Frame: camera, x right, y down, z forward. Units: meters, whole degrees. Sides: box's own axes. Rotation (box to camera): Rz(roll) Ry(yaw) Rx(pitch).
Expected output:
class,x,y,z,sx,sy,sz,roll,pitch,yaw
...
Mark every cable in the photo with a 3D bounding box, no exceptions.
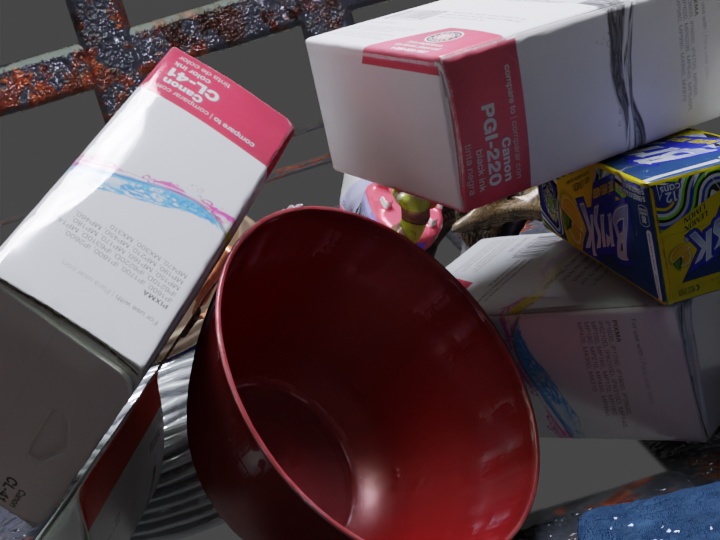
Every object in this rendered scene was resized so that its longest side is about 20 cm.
class,x,y,z,sx,sy,sz,roll,pitch,yaw
cable,-0.115,0.111,0.784,0.198,0.070,0.200,-17,14,2

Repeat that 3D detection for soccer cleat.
class,x,y,z,sx,sy,sz,roll,pitch,yaw
soccer cleat,0.018,-0.043,0.921,0.066,0.077,0.200,20,19,-15

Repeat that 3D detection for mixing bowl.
class,x,y,z,sx,sy,sz,roll,pitch,yaw
mixing bowl,-0.016,0.078,0.610,0.108,0.201,0.200,-42,-4,37

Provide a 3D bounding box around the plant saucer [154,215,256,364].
class,x,y,z,sx,sy,sz,roll,pitch,yaw
plant saucer,-0.168,0.006,0.924,0.198,0.030,0.201,-16,33,11

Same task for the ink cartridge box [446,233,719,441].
class,x,y,z,sx,sy,sz,roll,pitch,yaw
ink cartridge box,0.135,0.035,0.719,0.198,0.087,0.147,-3,20,38

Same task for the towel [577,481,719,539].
class,x,y,z,sx,sy,sz,roll,pitch,yaw
towel,0.184,0.113,0.473,0.198,0.049,0.112,-14,14,13

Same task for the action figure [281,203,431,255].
class,x,y,z,sx,sy,sz,roll,pitch,yaw
action figure,-0.032,0.032,0.997,0.133,0.150,0.200,23,10,21

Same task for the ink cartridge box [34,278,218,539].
class,x,y,z,sx,sy,sz,roll,pitch,yaw
ink cartridge box,-0.123,0.116,0.594,0.200,0.057,0.163,-50,7,13

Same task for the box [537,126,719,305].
class,x,y,z,sx,sy,sz,roll,pitch,yaw
box,0.157,-0.043,0.656,0.069,0.065,0.200,-15,14,-5

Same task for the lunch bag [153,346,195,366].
class,x,y,z,sx,sy,sz,roll,pitch,yaw
lunch bag,-0.180,0.033,1.062,0.198,0.129,0.169,11,29,39

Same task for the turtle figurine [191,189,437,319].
class,x,y,z,sx,sy,sz,roll,pitch,yaw
turtle figurine,0.000,0.000,0.759,0.199,0.065,0.161,-34,-20,4

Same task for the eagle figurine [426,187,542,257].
class,x,y,z,sx,sy,sz,roll,pitch,yaw
eagle figurine,0.098,-0.055,1.023,0.151,0.151,0.200,-52,10,-1

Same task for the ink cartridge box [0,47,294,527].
class,x,y,z,sx,sy,sz,roll,pitch,yaw
ink cartridge box,-0.126,0.003,0.592,0.148,0.085,0.201,-51,7,40

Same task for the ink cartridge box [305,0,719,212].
class,x,y,z,sx,sy,sz,roll,pitch,yaw
ink cartridge box,0.092,-0.111,0.657,0.198,0.086,0.145,-23,24,-24
